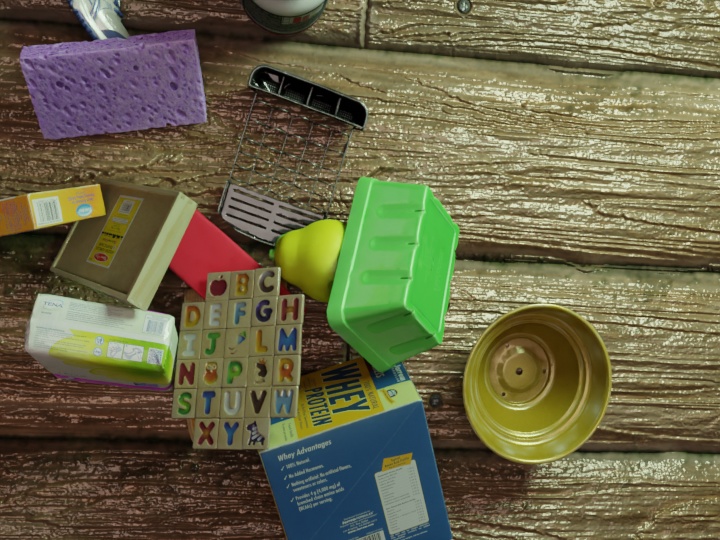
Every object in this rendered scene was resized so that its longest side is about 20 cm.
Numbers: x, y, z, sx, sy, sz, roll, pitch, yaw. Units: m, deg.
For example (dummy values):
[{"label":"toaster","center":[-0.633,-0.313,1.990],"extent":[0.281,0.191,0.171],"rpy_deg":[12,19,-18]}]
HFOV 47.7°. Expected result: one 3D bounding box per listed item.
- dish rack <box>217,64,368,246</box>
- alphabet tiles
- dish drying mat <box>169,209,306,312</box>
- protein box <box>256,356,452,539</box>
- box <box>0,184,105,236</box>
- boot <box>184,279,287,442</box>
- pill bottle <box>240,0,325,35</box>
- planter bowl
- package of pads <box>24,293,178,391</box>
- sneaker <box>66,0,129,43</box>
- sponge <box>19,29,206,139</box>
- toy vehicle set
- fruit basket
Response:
[{"label":"dish rack","center":[-0.089,-0.130,1.004],"extent":[0.150,0.055,0.205],"rpy_deg":[18,94,-8]},{"label":"alphabet tiles","center":[-0.140,0.098,0.925],"extent":[0.162,0.006,0.206],"rpy_deg":[-5,73,23]},{"label":"dish drying mat","center":[-0.160,0.010,0.987],"extent":[0.199,0.018,0.077],"rpy_deg":[40,77,13]},{"label":"protein box","center":[-0.012,0.237,0.990],"extent":[0.194,0.135,0.205],"rpy_deg":[-17,113,-6]},{"label":"box","center":[-0.400,-0.057,0.908],"extent":[0.195,0.119,0.043],"rpy_deg":[-10,97,22]},{"label":"boot","center":[-0.146,0.114,1.014],"extent":[0.140,0.071,0.207],"rpy_deg":[-1,92,-7]},{"label":"pill bottle","center":[-0.083,-0.336,0.908],"extent":[0.113,0.200,0.119],"rpy_deg":[-1,97,-7]},{"label":"planter bowl","center":[0.218,0.139,1.059],"extent":[0.195,0.083,0.206],"rpy_deg":[-1,96,-8]},{"label":"package of pads","center":[-0.287,0.086,0.927],"extent":[0.150,0.200,0.070],"rpy_deg":[10,73,-9]},{"label":"sneaker","center":[-0.306,-0.341,0.941],"extent":[0.087,0.075,0.203],"rpy_deg":[-32,101,-7]},{"label":"sponge","center":[-0.282,-0.215,0.949],"extent":[0.194,0.030,0.113],"rpy_deg":[-7,137,-7]},{"label":"toy vehicle set","center":[-0.269,-0.035,0.912],"extent":[0.026,0.197,0.127],"rpy_deg":[35,75,-42]},{"label":"fruit basket","center":[0.000,0.000,0.971],"extent":[0.216,0.215,0.156],"rpy_deg":[-46,132,0]}]
